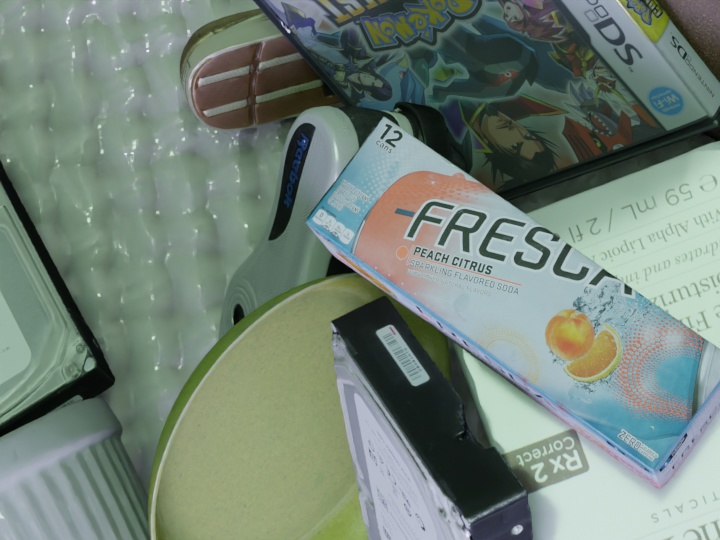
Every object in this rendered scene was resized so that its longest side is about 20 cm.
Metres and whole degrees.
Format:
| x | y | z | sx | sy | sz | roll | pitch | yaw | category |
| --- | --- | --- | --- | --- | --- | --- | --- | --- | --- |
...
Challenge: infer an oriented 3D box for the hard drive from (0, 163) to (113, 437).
| x | y | z | sx | sy | sz | roll | pitch | yaw | category |
| --- | --- | --- | --- | --- | --- | --- | --- | --- | --- |
| -0.241 | 0.014 | 1.169 | 0.139 | 0.038 | 0.200 | -31 | 65 | 1 | hard drive |

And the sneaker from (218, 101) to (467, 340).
| x | y | z | sx | sy | sz | roll | pitch | yaw | category |
| --- | --- | --- | --- | --- | --- | --- | --- | --- | --- |
| 0.000 | 0.000 | 1.124 | 0.111 | 0.201 | 0.073 | -3 | 45 | -30 | sneaker |

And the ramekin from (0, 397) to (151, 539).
| x | y | z | sx | sy | sz | roll | pitch | yaw | category |
| --- | --- | --- | --- | --- | --- | --- | --- | --- | --- |
| -0.191 | 0.160 | 1.077 | 0.200 | 0.200 | 0.105 | -32 | 85 | 0 | ramekin |

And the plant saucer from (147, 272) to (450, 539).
| x | y | z | sx | sy | sz | roll | pitch | yaw | category |
| --- | --- | --- | --- | --- | --- | --- | --- | --- | --- |
| -0.036 | 0.086 | 1.079 | 0.031 | 0.200 | 0.200 | 32 | 83 | 39 | plant saucer |

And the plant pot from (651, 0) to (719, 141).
| x | y | z | sx | sy | sz | roll | pitch | yaw | category |
| --- | --- | --- | --- | --- | --- | --- | --- | --- | --- |
| 0.237 | -0.126 | 1.098 | 0.200 | 0.187 | 0.187 | 40 | 86 | -1 | plant pot |

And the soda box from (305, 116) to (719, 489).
| x | y | z | sx | sy | sz | roll | pitch | yaw | category |
| --- | --- | --- | --- | --- | --- | --- | --- | --- | --- |
| 0.074 | 0.015 | 0.960 | 0.200 | 0.068 | 0.064 | 35 | 85 | 16 | soda box |

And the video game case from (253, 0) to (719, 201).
| x | y | z | sx | sy | sz | roll | pitch | yaw | category |
| --- | --- | --- | --- | --- | --- | --- | --- | --- | --- |
| 0.061 | -0.117 | 1.072 | 0.181 | 0.200 | 0.026 | 48 | 50 | -22 | video game case |

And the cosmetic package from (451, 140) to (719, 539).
| x | y | z | sx | sy | sz | roll | pitch | yaw | category |
| --- | --- | --- | --- | --- | --- | --- | --- | --- | --- |
| 0.147 | 0.070 | 1.059 | 0.164 | 0.165 | 0.201 | -21 | 76 | 5 | cosmetic package |

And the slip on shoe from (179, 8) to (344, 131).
| x | y | z | sx | sy | sz | roll | pitch | yaw | category |
| --- | --- | --- | --- | --- | --- | --- | --- | --- | --- |
| -0.003 | -0.125 | 1.178 | 0.199 | 0.076 | 0.061 | -13 | 31 | -4 | slip on shoe |

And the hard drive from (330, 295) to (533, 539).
| x | y | z | sx | sy | sz | roll | pitch | yaw | category |
| --- | --- | --- | --- | --- | --- | --- | --- | --- | --- |
| 0.039 | 0.126 | 1.028 | 0.038 | 0.200 | 0.140 | -25 | 51 | -12 | hard drive |
